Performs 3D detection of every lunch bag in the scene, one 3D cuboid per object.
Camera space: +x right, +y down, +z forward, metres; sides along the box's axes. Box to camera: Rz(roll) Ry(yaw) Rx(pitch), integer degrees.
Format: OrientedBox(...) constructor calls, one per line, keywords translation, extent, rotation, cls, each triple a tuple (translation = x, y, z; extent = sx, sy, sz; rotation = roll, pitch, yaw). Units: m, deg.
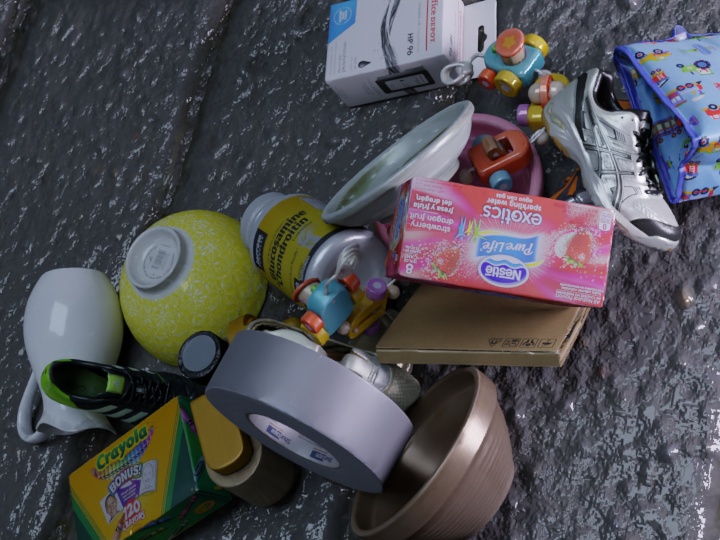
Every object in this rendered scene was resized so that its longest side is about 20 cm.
OrientedBox(translation=(0.354, -0.180, 1.245), extent=(0.149, 0.095, 0.201), rotation=(-9, 52, -11), cls="lunch bag")

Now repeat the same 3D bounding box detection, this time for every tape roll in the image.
OrientedBox(translation=(-0.050, 0.138, 1.194), extent=(0.199, 0.201, 0.067), rotation=(17, 68, 33), cls="tape roll")

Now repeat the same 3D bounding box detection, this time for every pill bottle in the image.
OrientedBox(translation=(-0.058, -0.021, 1.396), extent=(0.112, 0.112, 0.200), rotation=(-53, 38, -4), cls="pill bottle")

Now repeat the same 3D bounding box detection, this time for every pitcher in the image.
OrientedBox(translation=(-0.370, 0.109, 1.523), extent=(0.170, 0.121, 0.202), rotation=(-14, 72, 36), cls="pitcher")

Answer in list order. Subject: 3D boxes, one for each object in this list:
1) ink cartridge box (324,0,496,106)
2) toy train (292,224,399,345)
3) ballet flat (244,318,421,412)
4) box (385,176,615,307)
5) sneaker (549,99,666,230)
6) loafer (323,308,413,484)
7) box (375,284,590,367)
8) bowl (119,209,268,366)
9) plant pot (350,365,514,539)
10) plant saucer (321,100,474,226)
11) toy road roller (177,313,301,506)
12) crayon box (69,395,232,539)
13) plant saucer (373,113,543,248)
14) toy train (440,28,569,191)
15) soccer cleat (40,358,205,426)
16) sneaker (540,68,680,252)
OrientedBox(translation=(0.061, -0.281, 1.494), extent=(0.198, 0.068, 0.117), rotation=(-9, 63, 24), cls="ink cartridge box")
OrientedBox(translation=(0.000, 0.000, 1.262), extent=(0.055, 0.199, 0.151), rotation=(35, 113, 23), cls="toy train")
OrientedBox(translation=(-0.032, 0.101, 1.272), extent=(0.198, 0.062, 0.068), rotation=(16, 65, 3), cls="ballet flat")
OrientedBox(translation=(0.130, -0.024, 1.170), extent=(0.198, 0.100, 0.097), rotation=(9, 88, -6), cls="box")
OrientedBox(translation=(0.253, -0.107, 1.312), extent=(0.199, 0.078, 0.113), rotation=(-28, 52, 2), cls="sneaker")
OrientedBox(translation=(-0.001, 0.130, 1.332), extent=(0.075, 0.067, 0.202), rotation=(10, 72, 31), cls="loafer")
OrientedBox(translation=(0.135, 0.046, 1.272), extent=(0.198, 0.021, 0.164), rotation=(-1, 28, 28), cls="box")
OrientedBox(translation=(-0.221, 0.004, 1.488), extent=(0.198, 0.108, 0.202), rotation=(-12, 62, 23), cls="bowl")
OrientedBox(translation=(0.085, 0.201, 1.212), extent=(0.201, 0.092, 0.201), rotation=(-49, 10, 12), cls="plant pot")
OrientedBox(translation=(0.049, -0.100, 1.303), extent=(0.199, 0.050, 0.200), rotation=(-37, 10, 8), cls="plant saucer")
OrientedBox(translation=(-0.102, 0.140, 1.349), extent=(0.145, 0.123, 0.201), rotation=(-26, 57, 13), cls="toy road roller")
OrientedBox(translation=(-0.240, 0.244, 1.387), extent=(0.199, 0.058, 0.120), rotation=(-36, 53, 26), cls="crayon box")
OrientedBox(translation=(0.112, -0.079, 1.376), extent=(0.199, 0.051, 0.202), rotation=(-12, 59, 20), cls="plant saucer")
OrientedBox(translation=(0.155, -0.188, 1.342), extent=(0.149, 0.056, 0.201), rotation=(-22, 53, 8), cls="toy train")
OrientedBox(translation=(-0.268, 0.141, 1.414), extent=(0.198, 0.081, 0.068), rotation=(11, 74, -12), cls="soccer cleat")
OrientedBox(translation=(0.258, -0.112, 1.205), extent=(0.088, 0.075, 0.201), rotation=(-45, 67, 29), cls="sneaker")
